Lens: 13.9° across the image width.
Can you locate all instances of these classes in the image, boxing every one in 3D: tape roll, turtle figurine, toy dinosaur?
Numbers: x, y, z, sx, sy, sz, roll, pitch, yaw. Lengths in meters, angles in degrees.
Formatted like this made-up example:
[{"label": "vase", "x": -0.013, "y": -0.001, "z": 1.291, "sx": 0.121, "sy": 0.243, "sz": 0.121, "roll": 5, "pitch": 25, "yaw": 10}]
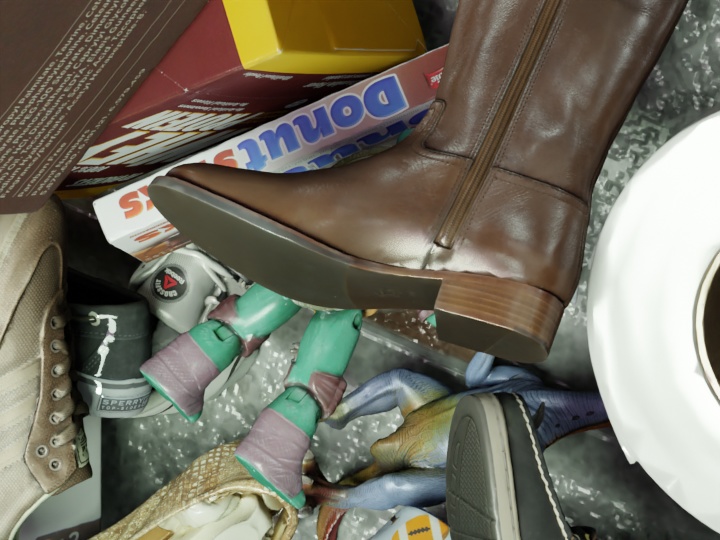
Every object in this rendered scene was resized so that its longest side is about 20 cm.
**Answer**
[{"label": "tape roll", "x": 0.212, "y": 0.008, "z": 1.249, "sx": 0.202, "sy": 0.139, "sz": 0.203, "roll": 8, "pitch": 110, "yaw": 23}, {"label": "turtle figurine", "x": 0.000, "y": 0.000, "z": 1.314, "sx": 0.200, "sy": 0.101, "sz": 0.150, "roll": -47, "pitch": 45, "yaw": -7}, {"label": "toy dinosaur", "x": 0.058, "y": 0.063, "z": 1.395, "sx": 0.181, "sy": 0.200, "sz": 0.105, "roll": -4, "pitch": 68, "yaw": 3}]

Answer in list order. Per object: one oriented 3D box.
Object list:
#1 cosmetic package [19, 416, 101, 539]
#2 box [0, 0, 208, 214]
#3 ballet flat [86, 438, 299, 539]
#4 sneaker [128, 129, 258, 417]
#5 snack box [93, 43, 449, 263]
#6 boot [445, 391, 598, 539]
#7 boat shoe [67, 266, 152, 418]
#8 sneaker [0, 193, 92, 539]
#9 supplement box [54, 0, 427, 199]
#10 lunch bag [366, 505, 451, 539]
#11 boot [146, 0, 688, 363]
[{"label": "cosmetic package", "x": -0.238, "y": 0.140, "z": 1.460, "sx": 0.165, "sy": 0.164, "sz": 0.201, "roll": 24, "pitch": 119, "yaw": 47}, {"label": "box", "x": -0.187, "y": -0.131, "z": 1.186, "sx": 0.164, "sy": 0.200, "sz": 0.166, "roll": -48, "pitch": 72, "yaw": 22}, {"label": "ballet flat", "x": -0.109, "y": 0.156, "z": 1.397, "sx": 0.200, "sy": 0.065, "sz": 0.071, "roll": -43, "pitch": 116, "yaw": -8}, {"label": "sneaker", "x": -0.063, "y": -0.007, "z": 1.405, "sx": 0.074, "sy": 0.088, "sz": 0.200, "roll": 33, "pitch": 115, "yaw": 14}, {"label": "snack box", "x": -0.020, "y": -0.056, "z": 1.335, "sx": 0.199, "sy": 0.072, "sz": 0.024, "roll": -23, "pitch": 79, "yaw": 6}, {"label": "boot", "x": 0.125, "y": 0.135, "z": 1.279, "sx": 0.150, "sy": 0.073, "sz": 0.201, "roll": -15, "pitch": 93, "yaw": -13}, {"label": "boat shoe", "x": -0.168, "y": 0.008, "z": 1.412, "sx": 0.200, "sy": 0.069, "sz": 0.057, "roll": 26, "pitch": 114, "yaw": 37}, {"label": "sneaker", "x": -0.150, "y": 0.061, "z": 1.332, "sx": 0.075, "sy": 0.070, "sz": 0.201, "roll": 17, "pitch": 103, "yaw": 3}, {"label": "supplement box", "x": -0.109, "y": -0.154, "z": 1.331, "sx": 0.200, "sy": 0.133, "sz": 0.198, "roll": -20, "pitch": 83, "yaw": 29}, {"label": "lunch bag", "x": 0.062, "y": 0.209, "z": 1.388, "sx": 0.200, "sy": 0.076, "sz": 0.160, "roll": 41, "pitch": 151, "yaw": 5}, {"label": "boot", "x": 0.028, "y": -0.078, "z": 1.239, "sx": 0.186, "sy": 0.064, "sz": 0.201, "roll": 20, "pitch": 71, "yaw": 1}]
